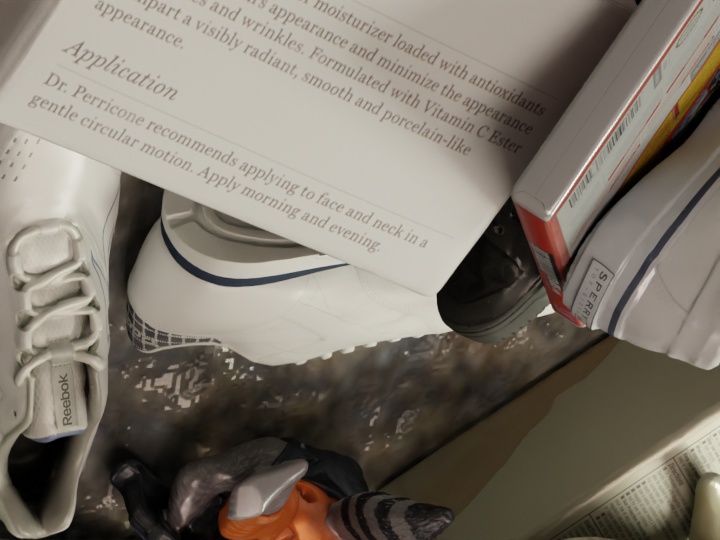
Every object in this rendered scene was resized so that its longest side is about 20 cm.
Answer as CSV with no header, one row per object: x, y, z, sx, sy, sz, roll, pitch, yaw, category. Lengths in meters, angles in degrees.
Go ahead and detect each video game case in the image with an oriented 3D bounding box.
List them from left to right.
0.106,-0.059,1.023,0.143,0.017,0.200,-55,167,-5,video game case

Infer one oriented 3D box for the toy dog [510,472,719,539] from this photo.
0.115,0.173,1.191,0.195,0.139,0.200,-61,155,-4,toy dog

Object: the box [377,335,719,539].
0.119,0.093,1.310,0.199,0.078,0.095,-33,132,-1,box

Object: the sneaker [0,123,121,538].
-0.120,0.015,1.126,0.074,0.087,0.201,-9,126,-19,sneaker

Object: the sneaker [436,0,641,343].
0.062,-0.071,1.096,0.104,0.060,0.200,21,108,-40,sneaker

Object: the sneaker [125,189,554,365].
0.000,0.000,1.197,0.199,0.077,0.081,3,134,-24,sneaker

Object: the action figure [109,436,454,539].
-0.002,0.131,1.209,0.200,0.193,0.105,44,89,-12,action figure

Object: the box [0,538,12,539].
-0.137,0.212,1.213,0.176,0.097,0.200,-49,152,13,box

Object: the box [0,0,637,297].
-0.046,-0.122,0.988,0.198,0.200,0.131,23,113,-36,box

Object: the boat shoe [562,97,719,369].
0.145,-0.024,1.058,0.200,0.067,0.074,-45,164,-41,boat shoe
